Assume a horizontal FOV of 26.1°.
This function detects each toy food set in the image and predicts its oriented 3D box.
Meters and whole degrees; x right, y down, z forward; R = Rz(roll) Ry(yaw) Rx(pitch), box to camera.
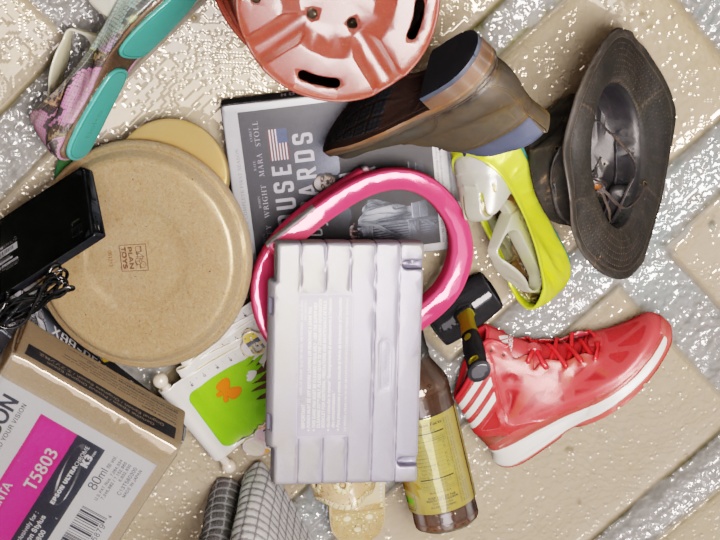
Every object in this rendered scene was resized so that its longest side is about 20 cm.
[{"bbox_3d":[-0.187,-0.017,1.310,0.196,0.049,0.202,-19,99,11],"label":"toy food set"}]

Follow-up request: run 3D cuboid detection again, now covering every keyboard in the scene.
[{"bbox_3d":[-0.284,0.004,1.290,0.199,0.105,0.040,-30,144,23],"label":"keyboard"}]

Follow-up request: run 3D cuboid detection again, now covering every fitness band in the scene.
[{"bbox_3d":[0.000,0.000,1.306,0.199,0.037,0.144,-35,107,1],"label":"fitness band"}]

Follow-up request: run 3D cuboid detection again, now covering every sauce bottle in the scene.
[{"bbox_3d":[0.055,0.130,1.379,0.064,0.065,0.203,-13,100,1],"label":"sauce bottle"}]

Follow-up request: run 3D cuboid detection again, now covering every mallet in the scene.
[{"bbox_3d":[0.082,0.058,1.286,0.065,0.200,0.041,-33,102,15],"label":"mallet"}]

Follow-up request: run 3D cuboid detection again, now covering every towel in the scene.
[{"bbox_3d":[-0.076,0.296,1.379,0.085,0.166,0.201,-25,109,10],"label":"towel"}]

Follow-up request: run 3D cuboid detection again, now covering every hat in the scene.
[{"bbox_3d":[0.187,-0.096,1.284,0.080,0.200,0.203,2,116,37],"label":"hat"}]

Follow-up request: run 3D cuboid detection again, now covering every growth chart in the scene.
[{"bbox_3d":[-0.081,0.085,1.369,0.199,0.018,0.145,-39,118,10],"label":"growth chart"}]

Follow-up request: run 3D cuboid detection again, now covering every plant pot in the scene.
[{"bbox_3d":[-0.022,-0.224,1.178,0.198,0.196,0.204,-1,110,-3],"label":"plant pot"}]

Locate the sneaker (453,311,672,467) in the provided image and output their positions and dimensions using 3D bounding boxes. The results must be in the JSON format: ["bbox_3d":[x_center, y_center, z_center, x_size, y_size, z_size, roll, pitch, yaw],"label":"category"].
[{"bbox_3d":[0.168,0.078,1.362,0.199,0.078,0.116,-39,109,9],"label":"sneaker"}]

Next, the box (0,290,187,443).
[{"bbox_3d":[-0.277,0.138,1.370,0.199,0.050,0.158,39,104,-15],"label":"box"}]

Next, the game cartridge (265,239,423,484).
[{"bbox_3d":[-0.014,0.075,1.281,0.128,0.038,0.203,1,99,-6],"label":"game cartridge"}]

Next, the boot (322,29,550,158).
[{"bbox_3d":[0.056,-0.111,1.228,0.097,0.075,0.199,35,148,-25],"label":"boot"}]

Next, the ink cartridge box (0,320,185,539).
[{"bbox_3d":[-0.267,0.171,1.316,0.164,0.075,0.201,30,107,-14],"label":"ink cartridge box"}]

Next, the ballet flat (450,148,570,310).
[{"bbox_3d":[0.119,-0.049,1.299,0.067,0.066,0.201,-50,125,-31],"label":"ballet flat"}]

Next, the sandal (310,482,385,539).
[{"bbox_3d":[-0.008,0.186,1.352,0.077,0.070,0.213,-10,134,0],"label":"sandal"}]

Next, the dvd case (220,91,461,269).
[{"bbox_3d":[-0.012,-0.082,1.321,0.197,0.025,0.152,-7,110,-2],"label":"dvd case"}]

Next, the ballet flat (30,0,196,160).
[{"bbox_3d":[-0.205,-0.183,1.257,0.071,0.069,0.201,41,104,11],"label":"ballet flat"}]
